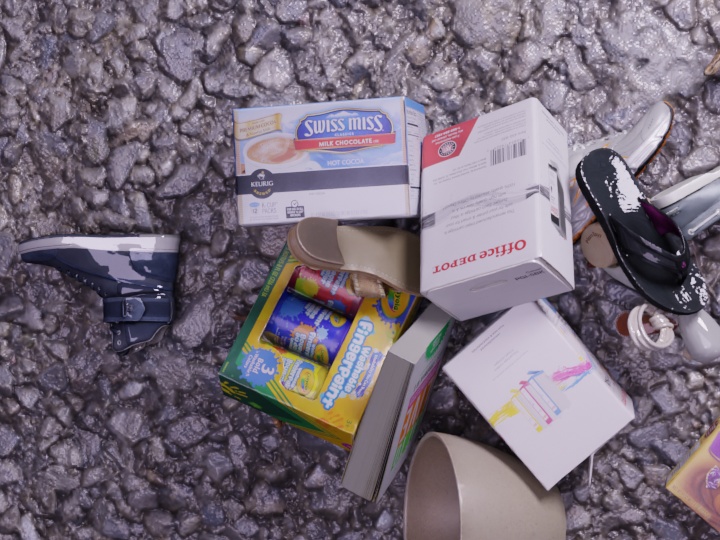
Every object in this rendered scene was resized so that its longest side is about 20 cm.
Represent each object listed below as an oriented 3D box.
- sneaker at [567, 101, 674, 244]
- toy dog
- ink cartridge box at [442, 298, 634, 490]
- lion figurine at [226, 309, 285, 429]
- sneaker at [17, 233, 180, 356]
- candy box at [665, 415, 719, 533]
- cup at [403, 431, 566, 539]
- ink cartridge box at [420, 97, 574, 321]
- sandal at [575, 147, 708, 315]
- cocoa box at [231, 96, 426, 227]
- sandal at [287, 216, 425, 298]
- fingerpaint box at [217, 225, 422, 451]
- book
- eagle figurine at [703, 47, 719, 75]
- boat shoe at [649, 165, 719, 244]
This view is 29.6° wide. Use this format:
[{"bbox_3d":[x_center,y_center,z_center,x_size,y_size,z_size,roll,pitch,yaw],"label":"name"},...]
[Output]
[{"bbox_3d":[0.257,-0.120,1.494,0.092,0.076,0.200,45,101,10],"label":"sneaker"},{"bbox_3d":[0.307,0.022,1.479,0.131,0.096,0.201,-1,60,-24],"label":"toy dog"},{"bbox_3d":[0.207,0.135,1.497,0.125,0.129,0.200,-42,86,11],"label":"ink cartridge box"},{"bbox_3d":[-0.064,0.108,1.584,0.122,0.072,0.201,-29,83,2],"label":"lion figurine"},{"bbox_3d":[-0.316,0.028,1.627,0.201,0.077,0.147,2,93,11],"label":"sneaker"},{"bbox_3d":[0.442,0.196,1.488,0.116,0.056,0.200,39,100,7],"label":"candy box"},{"bbox_3d":[0.143,0.281,1.508,0.142,0.200,0.202,3,96,-16],"label":"cup"},{"bbox_3d":[0.145,-0.063,1.451,0.146,0.083,0.201,-17,56,31],"label":"ink cartridge box"},{"bbox_3d":[0.293,-0.040,1.411,0.075,0.048,0.201,-31,83,-23],"label":"sandal"},{"bbox_3d":[-0.030,-0.120,1.523,0.198,0.133,0.132,-3,92,12],"label":"cocoa box"},{"bbox_3d":[0.000,-0.005,1.486,0.070,0.211,0.078,-36,50,44],"label":"sandal"},{"bbox_3d":[-0.041,0.074,1.529,0.166,0.073,0.201,23,69,9],"label":"fingerpaint box"},{"bbox_3d":[0.047,0.138,1.492,0.048,0.134,0.201,26,126,15],"label":"book"},{"bbox_3d":[0.477,-0.213,1.411,0.199,0.151,0.152,23,80,20],"label":"eagle figurine"},{"bbox_3d":[0.411,-0.090,1.455,0.199,0.073,0.062,-24,92,1],"label":"boat shoe"}]
